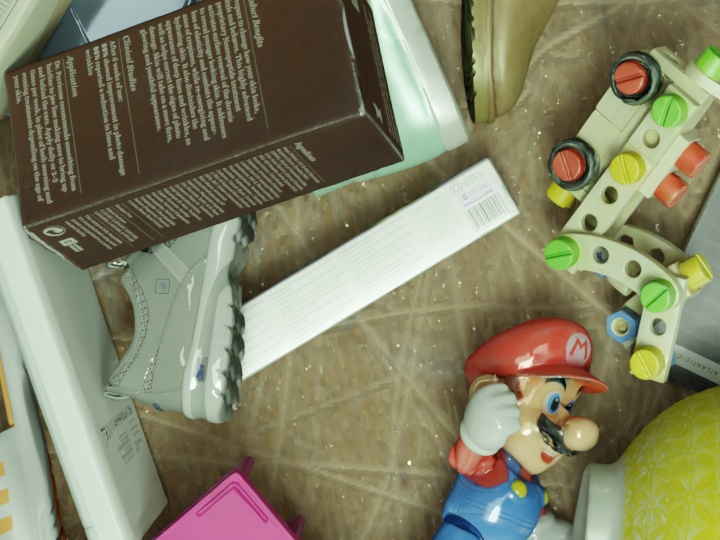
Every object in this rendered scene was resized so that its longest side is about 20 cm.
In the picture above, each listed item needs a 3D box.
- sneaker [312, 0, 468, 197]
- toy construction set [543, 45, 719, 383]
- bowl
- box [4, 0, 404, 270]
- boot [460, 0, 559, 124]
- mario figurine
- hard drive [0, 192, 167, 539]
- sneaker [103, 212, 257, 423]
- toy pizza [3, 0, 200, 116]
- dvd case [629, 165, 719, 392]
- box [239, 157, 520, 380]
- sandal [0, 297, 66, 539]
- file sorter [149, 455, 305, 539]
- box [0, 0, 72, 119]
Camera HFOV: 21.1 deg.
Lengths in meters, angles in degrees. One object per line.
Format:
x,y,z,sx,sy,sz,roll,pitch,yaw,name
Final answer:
-0.030,-0.142,1.109,0.118,0.074,0.201,-24,93,3,sneaker
0.180,-0.049,1.089,0.131,0.092,0.200,42,102,16,toy construction set
0.173,0.154,1.066,0.107,0.200,0.202,7,94,2,bowl
-0.086,-0.084,1.043,0.199,0.075,0.101,-18,65,16,box
0.159,-0.170,1.110,0.198,0.066,0.176,2,94,-1,boot
0.092,0.125,1.102,0.105,0.123,0.201,19,90,-2,mario figurine
-0.161,0.053,1.095,0.027,0.132,0.201,-18,94,5,hard drive
-0.104,-0.016,1.096,0.081,0.075,0.201,2,69,4,sneaker
-0.184,-0.189,1.128,0.199,0.032,0.202,0,94,5,toy pizza
0.268,-0.006,1.144,0.148,0.016,0.201,25,93,-2,dvd case
0.000,0.000,1.136,0.199,0.039,0.042,-32,92,3,box
-0.210,0.107,1.116,0.059,0.079,0.208,-12,74,-7,sandal
-0.052,0.225,1.109,0.139,0.125,0.200,-40,92,5,file sorter
-0.232,-0.132,1.080,0.095,0.078,0.201,34,96,2,box
